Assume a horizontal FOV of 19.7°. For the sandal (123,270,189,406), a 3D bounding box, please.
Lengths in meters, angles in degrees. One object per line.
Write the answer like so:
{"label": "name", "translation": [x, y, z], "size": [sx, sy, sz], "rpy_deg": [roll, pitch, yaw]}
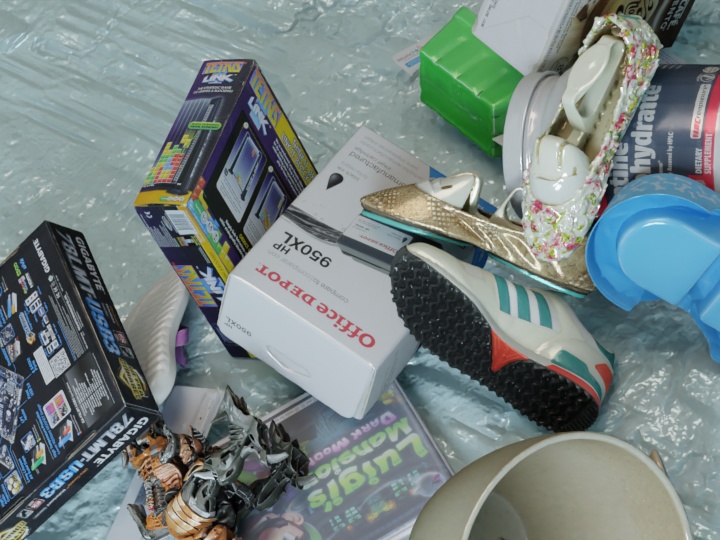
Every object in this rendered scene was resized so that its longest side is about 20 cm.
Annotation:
{"label": "sandal", "translation": [-0.174, 0.073, 1.773], "size": [0.082, 0.050, 0.203], "rpy_deg": [-33, 24, 22]}

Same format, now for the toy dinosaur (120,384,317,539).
{"label": "toy dinosaur", "translation": [-0.110, 0.174, 1.615], "size": [0.136, 0.102, 0.200], "rpy_deg": [-44, 73, 2]}

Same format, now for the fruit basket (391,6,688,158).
{"label": "fruit basket", "translation": [0.159, -0.181, 1.845], "size": [0.200, 0.094, 0.185], "rpy_deg": [-25, 48, -29]}

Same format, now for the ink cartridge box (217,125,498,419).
{"label": "ink cartridge box", "translation": [0.000, 0.000, 1.684], "size": [0.145, 0.084, 0.200], "rpy_deg": [32, 56, 11]}

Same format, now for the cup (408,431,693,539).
{"label": "cup", "translation": [0.111, 0.208, 1.450], "size": [0.200, 0.200, 0.143], "rpy_deg": [-49, 23, -22]}

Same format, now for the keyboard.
{"label": "keyboard", "translation": [-0.168, 0.181, 1.680], "size": [0.056, 0.011, 0.200], "rpy_deg": [-1, 56, 41]}

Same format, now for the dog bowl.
{"label": "dog bowl", "translation": [0.266, -0.001, 1.570], "size": [0.200, 0.112, 0.050], "rpy_deg": [29, 36, -7]}

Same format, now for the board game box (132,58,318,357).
{"label": "board game box", "translation": [-0.100, -0.051, 1.746], "size": [0.057, 0.200, 0.165], "rpy_deg": [0, 49, 27]}

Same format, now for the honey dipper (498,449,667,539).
{"label": "honey dipper", "translation": [0.134, 0.186, 1.547], "size": [0.200, 0.038, 0.038], "rpy_deg": [-22, 45, 6]}

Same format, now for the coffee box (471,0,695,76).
{"label": "coffee box", "translation": [0.202, -0.241, 1.759], "size": [0.200, 0.113, 0.080], "rpy_deg": [-18, 51, -44]}

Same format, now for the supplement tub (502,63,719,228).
{"label": "supplement tub", "translation": [0.228, -0.095, 1.651], "size": [0.200, 0.140, 0.140], "rpy_deg": [3, 52, 26]}

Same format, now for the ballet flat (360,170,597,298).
{"label": "ballet flat", "translation": [0.100, -0.042, 1.631], "size": [0.200, 0.071, 0.065], "rpy_deg": [20, 100, 3]}

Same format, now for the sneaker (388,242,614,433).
{"label": "sneaker", "translation": [0.114, 0.039, 1.617], "size": [0.200, 0.070, 0.093], "rpy_deg": [37, 42, 2]}

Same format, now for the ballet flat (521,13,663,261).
{"label": "ballet flat", "translation": [0.163, -0.107, 1.568], "size": [0.076, 0.064, 0.200], "rpy_deg": [18, 84, 35]}

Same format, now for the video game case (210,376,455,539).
{"label": "video game case", "translation": [-0.034, 0.173, 1.641], "size": [0.200, 0.023, 0.182], "rpy_deg": [-29, 45, -3]}

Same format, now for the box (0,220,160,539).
{"label": "box", "translation": [-0.274, 0.096, 1.694], "size": [0.198, 0.050, 0.200], "rpy_deg": [-43, 55, 22]}
